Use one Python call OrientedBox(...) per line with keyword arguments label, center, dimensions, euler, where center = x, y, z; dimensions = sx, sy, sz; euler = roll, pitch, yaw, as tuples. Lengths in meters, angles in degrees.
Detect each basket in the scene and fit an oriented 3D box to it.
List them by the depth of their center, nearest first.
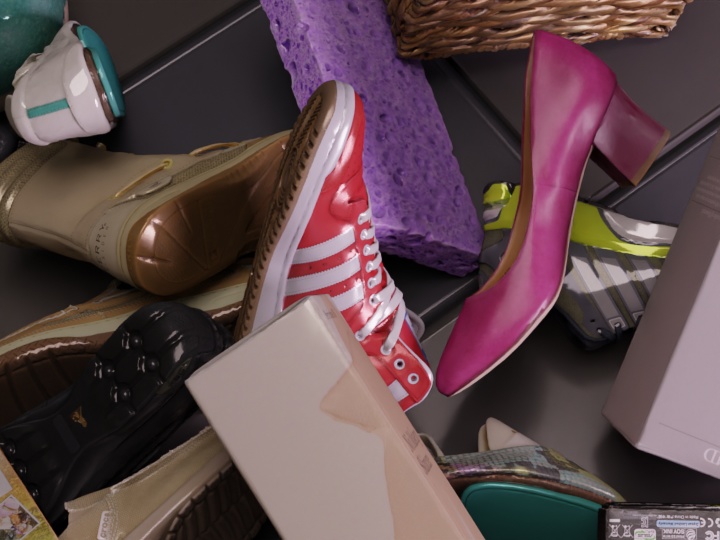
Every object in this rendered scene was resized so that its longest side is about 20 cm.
OrientedBox(label="basket", center=(0.106, -0.232, 1.171), dimensions=(0.198, 0.143, 0.150), euler=(-6, 64, -15))

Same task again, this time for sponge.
OrientedBox(label="sponge", center=(0.006, -0.095, 1.146), dimensions=(0.030, 0.111, 0.202), euler=(-35, 60, 31))

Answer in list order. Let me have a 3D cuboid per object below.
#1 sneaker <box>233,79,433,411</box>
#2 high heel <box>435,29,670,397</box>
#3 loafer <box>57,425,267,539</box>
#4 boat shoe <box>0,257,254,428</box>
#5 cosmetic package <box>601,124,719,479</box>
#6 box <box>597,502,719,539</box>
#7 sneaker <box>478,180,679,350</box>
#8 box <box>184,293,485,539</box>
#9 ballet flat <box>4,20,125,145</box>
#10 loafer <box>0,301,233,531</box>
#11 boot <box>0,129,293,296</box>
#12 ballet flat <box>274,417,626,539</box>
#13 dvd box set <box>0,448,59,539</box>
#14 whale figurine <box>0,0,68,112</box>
OrientedBox(label="sneaker", center=(0.000, 0.000, 1.035), dimensions=(0.111, 0.202, 0.071), euler=(14, 26, -8))
OrientedBox(label="high heel", center=(0.079, -0.031, 1.055), dimensions=(0.096, 0.067, 0.201), euler=(38, 76, -6))
OrientedBox(label="loafer", center=(-0.120, 0.139, 1.009), dimensions=(0.068, 0.076, 0.200), euler=(30, 57, 32))
OrientedBox(label="boat shoe", center=(-0.139, 0.040, 1.108), dimensions=(0.198, 0.072, 0.076), euler=(-13, 41, -12))
OrientedBox(label="cosmetic package", center=(0.220, 0.015, 1.040), dimensions=(0.106, 0.090, 0.202), euler=(19, 94, -9))
OrientedBox(label="box", center=(0.220, 0.219, 0.987), dimensions=(0.198, 0.048, 0.195), euler=(0, 86, 1))
OrientedBox(label="sneaker", center=(0.159, 0.011, 1.117), dimensions=(0.198, 0.074, 0.082), euler=(15, 87, 6))
OrientedBox(label="box", center=(0.001, 0.115, 0.957), dimensions=(0.077, 0.095, 0.201), euler=(-33, 89, 4))
OrientedBox(label="ballet flat", center=(-0.174, -0.105, 1.111), dimensions=(0.069, 0.200, 0.070), euler=(-1, 99, -6))
OrientedBox(label="loafer", center=(-0.148, 0.095, 1.051), dimensions=(0.200, 0.070, 0.068), euler=(-42, 64, 16))
OrientedBox(label="boot", center=(-0.114, -0.047, 1.132), dimensions=(0.154, 0.074, 0.199), euler=(13, 28, 36))
OrientedBox(label="ballet flat", center=(0.049, 0.119, 1.065), dimensions=(0.198, 0.070, 0.072), euler=(-3, 44, 0))
OrientedBox(label="dvd box set", center=(-0.203, 0.179, 0.942), dimensions=(0.146, 0.030, 0.200), euler=(-35, 43, -11))
OrientedBox(label="whale figurine", center=(-0.282, -0.167, 1.182), dimensions=(0.198, 0.104, 0.161), euler=(2, 64, 2))
